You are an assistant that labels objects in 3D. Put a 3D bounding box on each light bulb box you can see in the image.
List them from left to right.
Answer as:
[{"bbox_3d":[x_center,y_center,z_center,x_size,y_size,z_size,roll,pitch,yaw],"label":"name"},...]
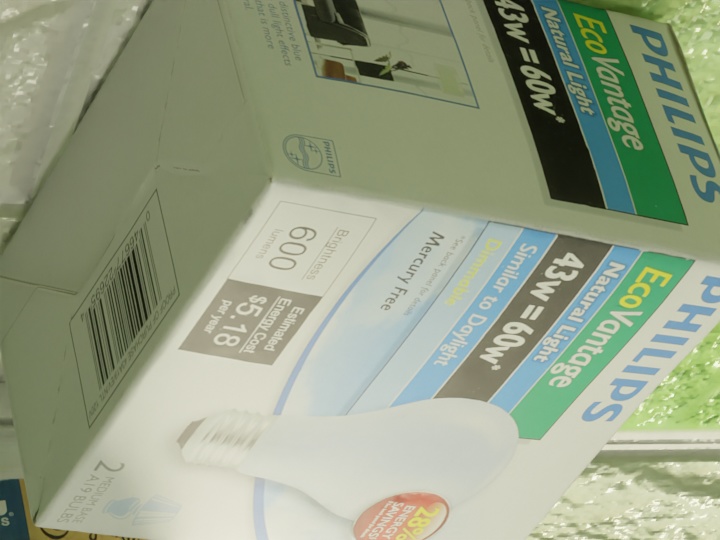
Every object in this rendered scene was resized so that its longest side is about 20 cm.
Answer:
[{"bbox_3d":[0.000,0.000,1.056,0.199,0.125,0.198,9,137,-29],"label":"light bulb box"}]

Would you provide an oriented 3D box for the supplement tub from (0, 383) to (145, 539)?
[{"bbox_3d":[-0.140,0.159,1.143,0.144,0.200,0.145,-10,142,-8],"label":"supplement tub"}]
